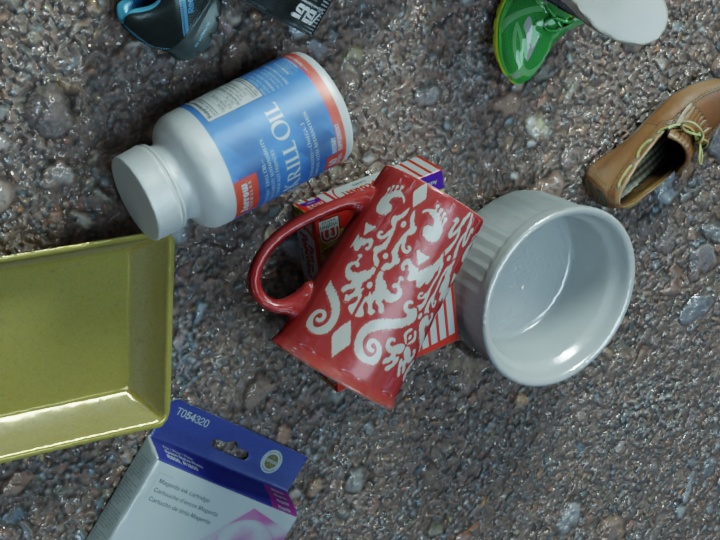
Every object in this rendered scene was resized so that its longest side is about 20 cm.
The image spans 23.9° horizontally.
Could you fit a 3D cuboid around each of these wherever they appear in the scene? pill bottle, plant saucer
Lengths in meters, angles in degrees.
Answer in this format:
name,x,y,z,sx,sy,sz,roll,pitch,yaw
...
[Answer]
name,x,y,z,sx,sy,sz,roll,pitch,yaw
pill bottle,-0.115,-0.106,1.518,0.200,0.112,0.112,-30,126,-20
plant saucer,-0.268,0.062,1.531,0.199,0.048,0.201,-11,117,-32

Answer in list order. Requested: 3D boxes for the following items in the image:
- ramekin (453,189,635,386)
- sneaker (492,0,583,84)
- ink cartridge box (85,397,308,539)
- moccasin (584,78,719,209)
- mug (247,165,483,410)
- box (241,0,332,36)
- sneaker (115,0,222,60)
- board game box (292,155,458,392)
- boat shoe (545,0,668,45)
name,x,y,z,sx,sy,sz,roll,pitch,yaw
ramekin,0.182,0.012,1.794,0.200,0.098,0.201,-15,119,-30
sneaker,0.202,-0.273,1.681,0.074,0.084,0.200,32,92,-41
ink cartridge box,-0.161,0.249,1.701,0.196,0.043,0.200,28,95,-40
moccasin,0.335,-0.136,1.843,0.201,0.078,0.074,-34,127,-18
mug,0.008,0.005,1.589,0.177,0.133,0.200,31,89,-41
box,-0.038,-0.304,1.438,0.193,0.047,0.200,-61,166,6
sneaker,-0.137,-0.279,1.446,0.082,0.073,0.200,18,99,-38
board game box,0.018,0.004,1.706,0.151,0.046,0.201,-23,123,-24
boat shoe,0.200,-0.286,1.623,0.200,0.093,0.075,34,98,-10
